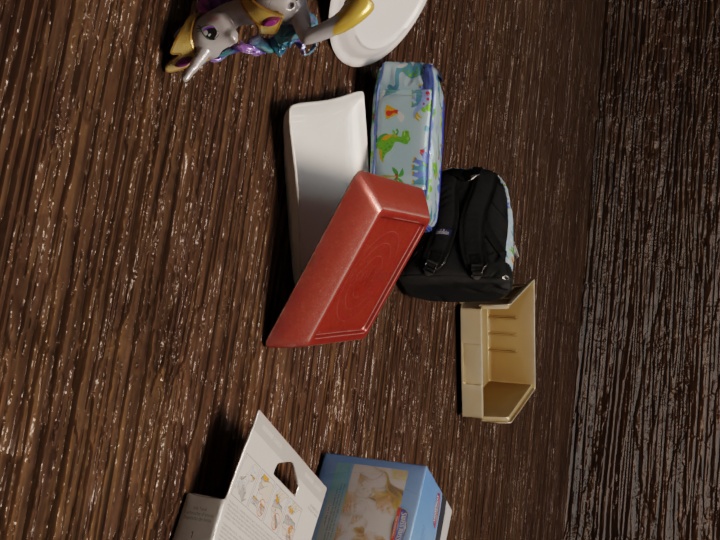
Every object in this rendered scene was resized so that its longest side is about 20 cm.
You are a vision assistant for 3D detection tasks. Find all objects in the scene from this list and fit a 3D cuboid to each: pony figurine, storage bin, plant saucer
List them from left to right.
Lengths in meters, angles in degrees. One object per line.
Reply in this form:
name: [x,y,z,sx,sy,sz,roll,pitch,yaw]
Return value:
pony figurine: [-0.073,-0.253,0.798,0.167,0.197,0.196,47,34,-51]
plant saucer: [0.000,0.000,1.037,0.202,0.036,0.199,-62,160,10]
storage bin: [0.235,0.133,1.677,0.198,0.092,0.204,-29,119,-65]

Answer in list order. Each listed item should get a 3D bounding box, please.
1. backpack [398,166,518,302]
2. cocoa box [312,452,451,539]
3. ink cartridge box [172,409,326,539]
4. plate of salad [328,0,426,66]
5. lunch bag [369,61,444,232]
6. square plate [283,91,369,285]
backpack: [0.143,-0.053,1.376,0.154,0.160,0.203,65,27,-63]
cocoa box: [0.011,0.327,1.088,0.132,0.131,0.202,62,37,-50]
ink cartridge box: [-0.103,0.250,0.916,0.201,0.044,0.178,62,38,-52]
plate of salad: [0.024,-0.331,1.118,0.200,0.048,0.201,-41,152,-27]
lunch bag: [0.059,-0.148,1.203,0.161,0.081,0.204,37,56,-82]
square plate: [-0.037,-0.088,1.068,0.200,0.028,0.202,-32,122,-64]
